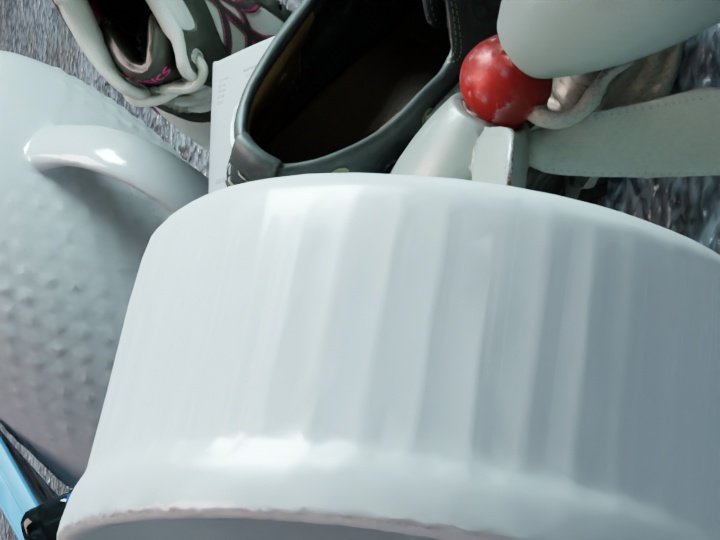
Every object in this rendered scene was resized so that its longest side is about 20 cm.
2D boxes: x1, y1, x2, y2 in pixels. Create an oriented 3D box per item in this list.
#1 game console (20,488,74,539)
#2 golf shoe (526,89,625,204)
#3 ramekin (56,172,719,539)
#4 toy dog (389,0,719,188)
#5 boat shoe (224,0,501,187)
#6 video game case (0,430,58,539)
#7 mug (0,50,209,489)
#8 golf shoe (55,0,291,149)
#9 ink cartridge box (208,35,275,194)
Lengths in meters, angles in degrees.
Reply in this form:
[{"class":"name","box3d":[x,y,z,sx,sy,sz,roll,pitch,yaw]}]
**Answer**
[{"class":"game console","box3d":[-0.043,0.166,1.184,0.200,0.118,0.171,68,-164,1]},{"class":"golf shoe","box3d":[0.041,-0.111,0.980,0.077,0.088,0.200,112,158,-53]},{"class":"ramekin","box3d":[0.023,0.046,0.802,0.200,0.200,0.098,138,143,-69]},{"class":"toy dog","box3d":[0.079,-0.058,0.807,0.096,0.132,0.200,49,150,26]},{"class":"boat shoe","box3d":[0.030,-0.090,0.902,0.200,0.072,0.068,-51,-28,-16]},{"class":"video game case","box3d":[-0.128,0.158,1.397,0.143,0.018,0.200,58,177,22]},{"class":"mug","box3d":[-0.124,-0.012,1.319,0.200,0.175,0.148,-11,39,50]},{"class":"golf shoe","box3d":[-0.081,-0.093,1.238,0.077,0.200,0.088,-23,42,22]},{"class":"ink cartridge box","box3d":[0.000,0.000,1.103,0.200,0.084,0.176,178,94,-75]}]
